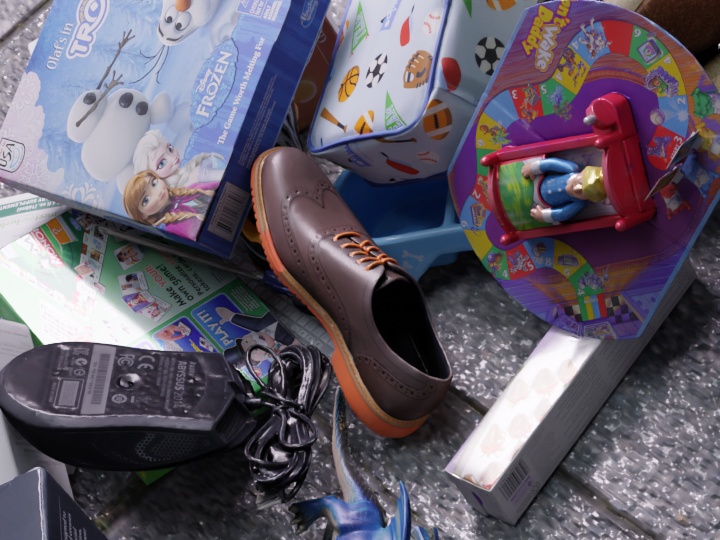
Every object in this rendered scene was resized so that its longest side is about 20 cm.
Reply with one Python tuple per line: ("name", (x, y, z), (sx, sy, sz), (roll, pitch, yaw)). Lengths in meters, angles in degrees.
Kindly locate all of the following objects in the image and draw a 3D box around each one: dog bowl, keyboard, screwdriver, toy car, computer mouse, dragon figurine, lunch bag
("dog bowl", (0.068, -0.044, 1.433), (0.199, 0.050, 0.112), (-10, 47, 22))
("keyboard", (-0.056, 0.006, 1.494), (0.056, 0.011, 0.200), (-45, 44, -12))
("screwdriver", (-0.077, -0.003, 1.437), (0.200, 0.028, 0.029), (21, 67, 12))
("toy car", (0.225, -0.098, 1.334), (0.200, 0.158, 0.164), (40, 66, 8))
("computer mouse", (-0.122, 0.092, 1.336), (0.199, 0.053, 0.139), (6, 34, 3))
("dragon figurine", (0.012, 0.161, 1.279), (0.099, 0.059, 0.200), (-8, 49, 25))
("lunch bag", (0.043, -0.154, 1.404), (0.160, 0.075, 0.201), (-8, 61, 59))

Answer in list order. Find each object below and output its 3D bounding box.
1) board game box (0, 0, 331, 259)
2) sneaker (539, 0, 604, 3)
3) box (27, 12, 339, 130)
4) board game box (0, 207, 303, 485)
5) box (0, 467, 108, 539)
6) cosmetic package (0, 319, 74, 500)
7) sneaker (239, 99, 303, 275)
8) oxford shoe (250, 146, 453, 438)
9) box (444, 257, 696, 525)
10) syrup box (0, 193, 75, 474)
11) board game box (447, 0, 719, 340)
("board game box", (-0.132, -0.128, 1.447), (0.199, 0.043, 0.200), (17, 83, 37))
("sneaker", (0.152, -0.183, 1.438), (0.200, 0.070, 0.082), (-54, 17, -21))
("box", (-0.115, -0.146, 1.583), (0.200, 0.124, 0.098), (-31, 43, 4))
("board game box", (-0.142, 0.033, 1.439), (0.134, 0.029, 0.200), (-32, 59, -22))
("box", (-0.190, 0.228, 1.237), (0.148, 0.200, 0.107), (-24, 43, 11))
("cosmetic package", (-0.244, 0.139, 1.371), (0.113, 0.081, 0.201), (-18, 79, 14))
("sneaker", (-0.075, -0.089, 1.466), (0.078, 0.077, 0.200), (-27, 78, 4))
("oxford shoe", (0.000, 0.000, 1.360), (0.071, 0.073, 0.200), (-20, 73, -38))
("box", (0.127, 0.060, 1.316), (0.039, 0.041, 0.200), (22, 66, 41))
("syrup box", (-0.229, 0.044, 1.511), (0.079, 0.082, 0.200), (-11, 46, 22))
("board game box", (0.118, -0.053, 1.257), (0.158, 0.200, 0.039), (40, 35, 21))
